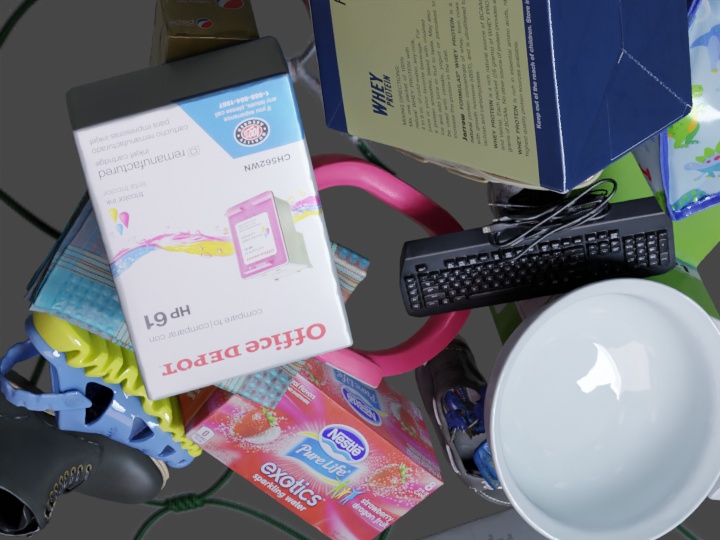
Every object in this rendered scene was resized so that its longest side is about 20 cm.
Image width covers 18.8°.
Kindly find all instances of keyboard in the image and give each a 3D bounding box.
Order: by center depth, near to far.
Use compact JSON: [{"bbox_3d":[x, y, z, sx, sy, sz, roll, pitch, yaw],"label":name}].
[{"bbox_3d":[0.125,-0.007,1.543,0.199,0.040,0.104,-12,135,4],"label":"keyboard"}]

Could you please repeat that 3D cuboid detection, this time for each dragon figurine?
[{"bbox_3d":[0.127,0.143,1.681,0.099,0.059,0.201,-45,130,-28],"label":"dragon figurine"}]

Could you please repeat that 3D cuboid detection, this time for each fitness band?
[{"bbox_3d":[0.000,0.000,1.585,0.200,0.037,0.144,32,86,-34],"label":"fitness band"}]

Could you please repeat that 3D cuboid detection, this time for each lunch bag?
[{"bbox_3d":[0.216,-0.164,1.457,0.127,0.170,0.201,-15,130,-7],"label":"lunch bag"}]

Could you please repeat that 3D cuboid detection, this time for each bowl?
[{"bbox_3d":[0.167,0.098,1.583,0.200,0.090,0.202,-3,99,-22],"label":"bowl"}]

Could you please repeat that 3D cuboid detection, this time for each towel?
[{"bbox_3d":[-0.113,0.008,1.504,0.199,0.022,0.147,25,119,-18],"label":"towel"}]

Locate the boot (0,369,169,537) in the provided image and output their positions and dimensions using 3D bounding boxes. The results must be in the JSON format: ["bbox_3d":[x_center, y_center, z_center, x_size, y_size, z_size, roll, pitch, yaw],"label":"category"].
[{"bbox_3d":[-0.226,0.163,1.624,0.199,0.139,0.078,26,118,-30],"label":"boot"}]

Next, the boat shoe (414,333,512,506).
[{"bbox_3d":[0.094,0.135,1.735,0.067,0.057,0.200,-24,129,6],"label":"boat shoe"}]

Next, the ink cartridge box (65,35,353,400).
[{"bbox_3d":[-0.097,-0.032,1.420,0.144,0.085,0.201,-15,116,-4],"label":"ink cartridge box"}]

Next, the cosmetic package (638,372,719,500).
[{"bbox_3d":[0.304,0.123,1.699,0.071,0.102,0.200,-46,154,17],"label":"cosmetic package"}]

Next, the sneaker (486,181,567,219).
[{"bbox_3d":[0.125,-0.095,1.545,0.074,0.082,0.201,-14,130,-3],"label":"sneaker"}]

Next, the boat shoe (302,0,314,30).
[{"bbox_3d":[-0.044,-0.225,1.411,0.071,0.076,0.201,-13,121,1],"label":"boat shoe"}]

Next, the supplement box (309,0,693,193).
[{"bbox_3d":[0.081,-0.181,1.339,0.134,0.199,0.201,-31,125,-38],"label":"supplement box"}]

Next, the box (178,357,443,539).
[{"bbox_3d":[-0.041,0.115,1.660,0.100,0.096,0.200,-39,127,16],"label":"box"}]

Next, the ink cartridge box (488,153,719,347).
[{"bbox_3d":[0.212,-0.004,1.643,0.147,0.076,0.200,23,120,-29],"label":"ink cartridge box"}]

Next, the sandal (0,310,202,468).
[{"bbox_3d":[-0.194,0.089,1.609,0.087,0.080,0.200,-36,129,13],"label":"sandal"}]

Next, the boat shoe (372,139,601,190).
[{"bbox_3d":[0.085,-0.094,1.486,0.065,0.199,0.072,30,77,-59],"label":"boat shoe"}]

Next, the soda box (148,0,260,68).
[{"bbox_3d":[-0.115,-0.093,1.495,0.064,0.068,0.201,0,127,-13],"label":"soda box"}]

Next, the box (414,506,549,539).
[{"bbox_3d":[0.145,0.333,1.813,0.171,0.199,0.200,-19,130,2],"label":"box"}]
